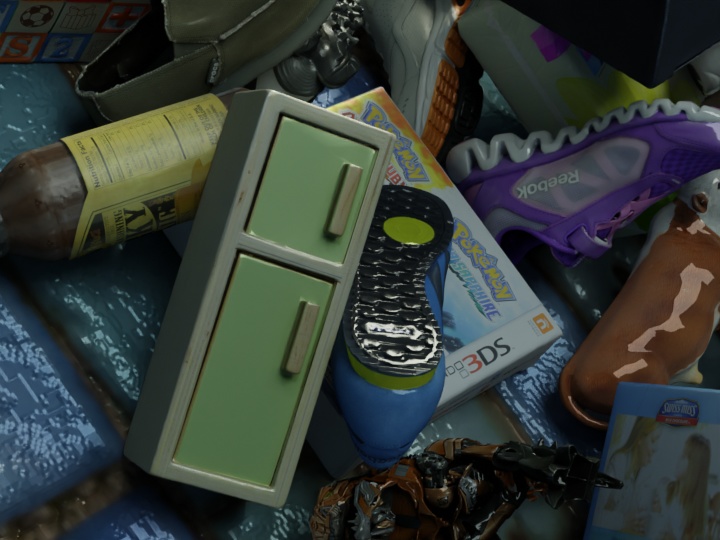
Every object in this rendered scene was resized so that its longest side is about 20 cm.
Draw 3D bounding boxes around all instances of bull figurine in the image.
[{"bbox_3d":[0.206,0.031,1.050,0.121,0.065,0.200,41,74,-5],"label":"bull figurine"}]

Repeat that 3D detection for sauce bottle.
[{"bbox_3d":[-0.144,-0.042,0.891,0.199,0.065,0.065,-20,69,-18],"label":"sauce bottle"}]

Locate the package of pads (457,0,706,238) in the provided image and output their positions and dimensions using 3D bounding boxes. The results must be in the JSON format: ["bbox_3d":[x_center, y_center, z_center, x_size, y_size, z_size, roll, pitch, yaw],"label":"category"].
[{"bbox_3d":[0.162,-0.143,1.140,0.200,0.068,0.155,53,43,-22],"label":"package of pads"}]

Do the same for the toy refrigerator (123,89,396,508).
[{"bbox_3d":[-0.052,0.014,0.859,0.076,0.070,0.201,19,87,-21],"label":"toy refrigerator"}]

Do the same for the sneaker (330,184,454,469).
[{"bbox_3d":[0.014,0.026,0.920,0.066,0.079,0.200,7,35,-1],"label":"sneaker"}]

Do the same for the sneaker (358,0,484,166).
[{"bbox_3d":[0.033,-0.159,1.118,0.076,0.092,0.201,42,51,-57],"label":"sneaker"}]

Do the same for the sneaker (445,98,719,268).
[{"bbox_3d":[0.149,-0.048,1.042,0.080,0.199,0.089,25,58,-55],"label":"sneaker"}]

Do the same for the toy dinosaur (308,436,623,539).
[{"bbox_3d":[0.063,0.122,0.907,0.200,0.135,0.103,-33,124,-41],"label":"toy dinosaur"}]

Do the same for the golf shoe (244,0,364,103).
[{"bbox_3d":[-0.052,-0.149,1.047,0.078,0.094,0.200,45,19,-15],"label":"golf shoe"}]

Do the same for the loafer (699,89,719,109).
[{"bbox_3d":[0.258,-0.066,1.128,0.071,0.200,0.073,2,57,14],"label":"loafer"}]

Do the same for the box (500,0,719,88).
[{"bbox_3d":[0.173,-0.239,1.024,0.196,0.118,0.200,-34,54,-30],"label":"box"}]

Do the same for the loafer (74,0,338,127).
[{"bbox_3d":[-0.083,-0.142,0.934,0.070,0.200,0.075,34,16,-41],"label":"loafer"}]

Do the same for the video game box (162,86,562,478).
[{"bbox_3d":[0.000,0.000,0.991,0.182,0.047,0.200,-25,74,-43],"label":"video game box"}]

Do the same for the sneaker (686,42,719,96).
[{"bbox_3d":[0.263,-0.162,1.130,0.081,0.083,0.200,66,17,-7],"label":"sneaker"}]

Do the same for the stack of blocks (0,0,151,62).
[{"bbox_3d":[-0.166,-0.178,0.964,0.199,0.115,0.059,-5,61,-34],"label":"stack of blocks"}]

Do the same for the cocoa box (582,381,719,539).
[{"bbox_3d":[0.229,0.141,0.906,0.131,0.200,0.134,16,82,-22],"label":"cocoa box"}]
